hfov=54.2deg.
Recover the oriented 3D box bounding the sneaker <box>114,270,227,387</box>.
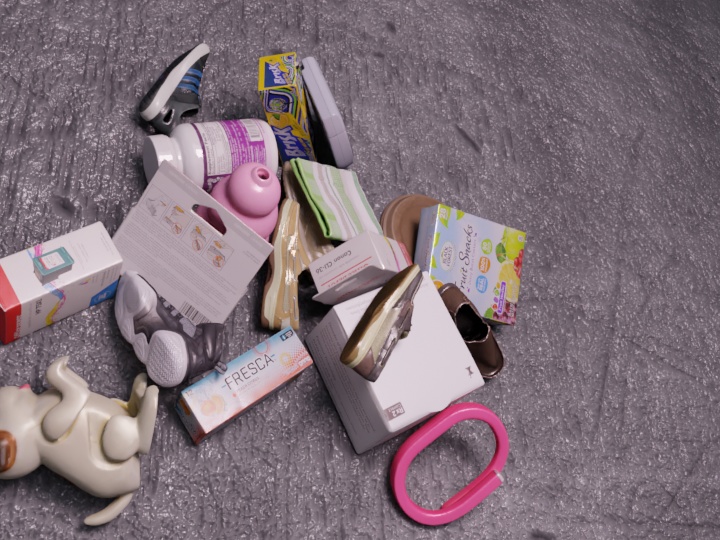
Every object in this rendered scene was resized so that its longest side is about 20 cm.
[{"bbox_3d":[-0.257,0.079,0.966,0.112,0.076,0.201,8,33,-49],"label":"sneaker"}]

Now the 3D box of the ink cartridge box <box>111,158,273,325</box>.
[{"bbox_3d":[-0.244,-0.028,1.006,0.198,0.178,0.045,38,12,-4],"label":"ink cartridge box"}]

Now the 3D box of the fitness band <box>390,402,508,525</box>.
[{"bbox_3d":[0.137,0.292,1.060,0.198,0.037,0.145,-37,104,-5],"label":"fitness band"}]

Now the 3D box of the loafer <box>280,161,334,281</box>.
[{"bbox_3d":[-0.087,-0.085,1.168,0.065,0.076,0.206,-12,80,-15],"label":"loafer"}]

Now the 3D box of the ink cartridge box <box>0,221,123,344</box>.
[{"bbox_3d":[-0.418,0.024,0.912,0.197,0.116,0.068,-29,79,-35],"label":"ink cartridge box"}]

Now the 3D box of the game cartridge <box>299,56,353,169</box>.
[{"bbox_3d":[-0.054,-0.259,1.214,0.041,0.200,0.136,-27,74,-2],"label":"game cartridge"}]

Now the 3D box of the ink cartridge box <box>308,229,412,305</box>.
[{"bbox_3d":[0.000,0.000,1.088,0.069,0.115,0.199,65,18,15],"label":"ink cartridge box"}]

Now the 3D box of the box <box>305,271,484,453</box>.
[{"bbox_3d":[0.051,0.140,1.091,0.195,0.131,0.204,-18,74,-34],"label":"box"}]

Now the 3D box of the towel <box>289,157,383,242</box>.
[{"bbox_3d":[-0.032,-0.116,1.183,0.152,0.030,0.199,62,22,13],"label":"towel"}]

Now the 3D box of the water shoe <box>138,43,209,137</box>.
[{"bbox_3d":[-0.302,-0.302,1.190,0.079,0.070,0.203,50,46,-30],"label":"water shoe"}]

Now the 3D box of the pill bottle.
[{"bbox_3d":[-0.238,-0.178,1.118,0.195,0.112,0.115,-12,70,-32],"label":"pill bottle"}]

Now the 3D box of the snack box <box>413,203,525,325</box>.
[{"bbox_3d":[0.190,-0.005,1.243,0.195,0.067,0.174,14,79,-24],"label":"snack box"}]

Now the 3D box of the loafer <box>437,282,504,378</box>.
[{"bbox_3d":[0.186,0.114,1.174,0.073,0.071,0.201,-40,117,-4],"label":"loafer"}]

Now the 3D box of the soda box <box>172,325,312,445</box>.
[{"bbox_3d":[-0.166,0.161,1.006,0.198,0.064,0.069,-30,80,-37],"label":"soda box"}]

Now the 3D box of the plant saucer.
[{"bbox_3d":[0.126,-0.057,1.299,0.195,0.029,0.206,13,59,-23],"label":"plant saucer"}]

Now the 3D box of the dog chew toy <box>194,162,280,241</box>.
[{"bbox_3d":[-0.177,-0.083,1.041,0.121,0.200,0.128,16,54,-23],"label":"dog chew toy"}]

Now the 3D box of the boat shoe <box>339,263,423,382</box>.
[{"bbox_3d":[0.041,0.074,1.002,0.065,0.073,0.201,45,56,-11],"label":"boat shoe"}]

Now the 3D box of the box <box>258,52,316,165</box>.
[{"bbox_3d":[-0.118,-0.259,1.168,0.062,0.201,0.072,-6,62,4],"label":"box"}]

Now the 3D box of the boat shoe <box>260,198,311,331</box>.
[{"bbox_3d":[-0.105,-0.007,1.094,0.074,0.072,0.207,7,85,0],"label":"boat shoe"}]

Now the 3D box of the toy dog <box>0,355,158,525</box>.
[{"bbox_3d":[-0.363,0.200,0.855,0.195,0.139,0.200,10,96,-24],"label":"toy dog"}]
